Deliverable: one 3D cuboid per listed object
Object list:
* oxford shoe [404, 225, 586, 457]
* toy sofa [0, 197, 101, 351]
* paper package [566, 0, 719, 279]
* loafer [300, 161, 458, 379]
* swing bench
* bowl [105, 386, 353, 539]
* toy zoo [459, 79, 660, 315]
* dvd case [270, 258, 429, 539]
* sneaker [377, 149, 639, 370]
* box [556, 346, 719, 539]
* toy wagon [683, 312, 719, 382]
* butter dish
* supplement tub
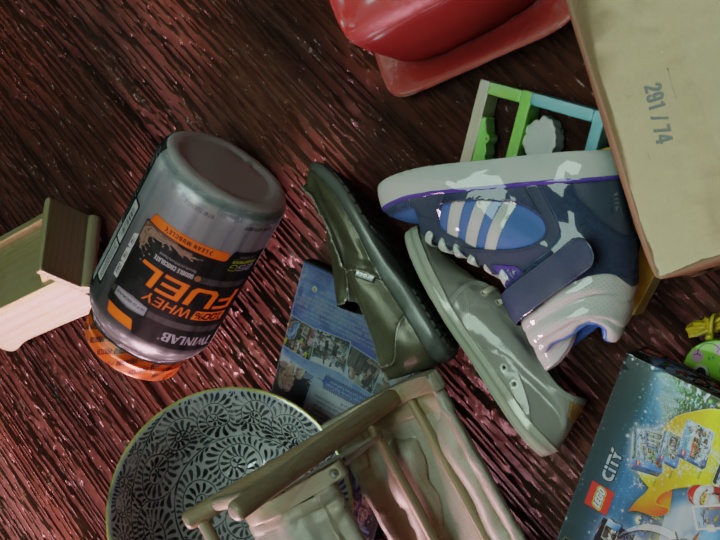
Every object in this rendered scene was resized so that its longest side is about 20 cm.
[{"bbox_3d":[0.101,0.043,0.858,0.058,0.075,0.201,-39,69,11],"label":"oxford shoe"},{"bbox_3d":[-0.340,0.008,1.172,0.199,0.097,0.084,-22,56,35],"label":"toy sofa"},{"bbox_3d":[0.244,-0.116,0.707,0.189,0.103,0.202,-22,81,27],"label":"paper package"},{"bbox_3d":[0.000,0.000,0.905,0.069,0.075,0.201,-37,64,14],"label":"loafer"},{"bbox_3d":[0.011,0.212,0.849,0.200,0.199,0.130,61,152,1],"label":"swing bench"},{"bbox_3d":[-0.106,0.207,0.956,0.198,0.094,0.203,1,69,-3],"label":"bowl"},{"bbox_3d":[0.158,-0.052,0.835,0.199,0.020,0.133,23,106,33],"label":"toy zoo"},{"bbox_3d":[-0.015,0.108,0.973,0.142,0.017,0.202,24,106,32],"label":"dvd case"},{"bbox_3d":[0.099,-0.002,0.804,0.198,0.080,0.149,-4,92,38],"label":"sneaker"},{"bbox_3d":[0.207,0.171,0.757,0.136,0.038,0.202,27,108,31],"label":"box"},{"bbox_3d":[0.253,0.130,0.769,0.154,0.039,0.203,-17,84,35],"label":"toy wagon"},{"bbox_3d":[0.030,-0.244,0.824,0.198,0.147,0.203,-17,85,43],"label":"butter dish"},{"bbox_3d":[-0.159,-0.009,1.004,0.122,0.122,0.201,44,117,25],"label":"supplement tub"}]
